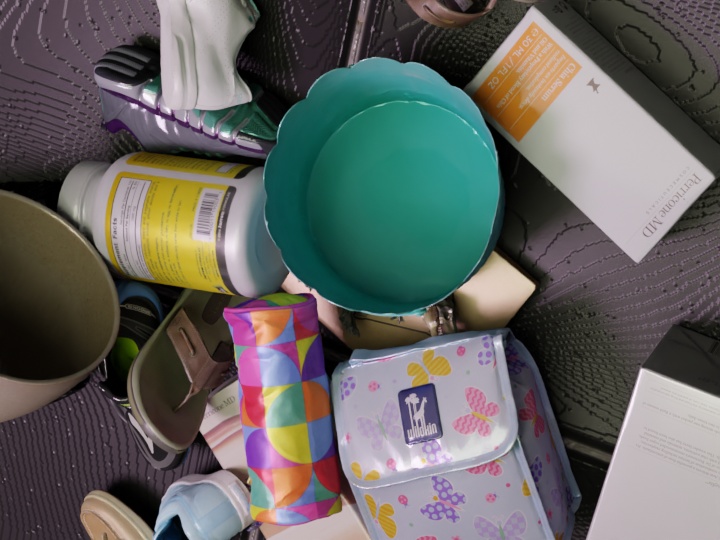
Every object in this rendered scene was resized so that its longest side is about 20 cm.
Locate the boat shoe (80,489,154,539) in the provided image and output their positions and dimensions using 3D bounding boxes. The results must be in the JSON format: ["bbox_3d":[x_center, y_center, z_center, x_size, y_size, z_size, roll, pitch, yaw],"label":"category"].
[{"bbox_3d":[-0.211,0.302,1.879,0.201,0.062,0.073,55,149,-1],"label":"boat shoe"}]

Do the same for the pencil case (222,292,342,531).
[{"bbox_3d":[-0.067,0.120,1.672,0.087,0.088,0.202,-1,98,23],"label":"pencil case"}]

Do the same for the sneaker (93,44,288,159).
[{"bbox_3d":[-0.144,-0.129,1.747,0.199,0.074,0.088,24,135,19],"label":"sneaker"}]

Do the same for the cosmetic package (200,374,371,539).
[{"bbox_3d":[-0.052,0.176,1.773,0.103,0.087,0.201,-32,91,28],"label":"cosmetic package"}]

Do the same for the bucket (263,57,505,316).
[{"bbox_3d":[0.025,-0.062,1.608,0.205,0.135,0.210,-1,86,9],"label":"bucket"}]

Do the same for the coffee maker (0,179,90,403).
[{"bbox_3d":[-0.354,0.026,1.853,0.191,0.134,0.202,4,107,50],"label":"coffee maker"}]

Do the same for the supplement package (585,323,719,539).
[{"bbox_3d":[0.268,0.169,1.614,0.120,0.120,0.202,21,112,15],"label":"supplement package"}]

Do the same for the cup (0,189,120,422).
[{"bbox_3d":[-0.323,0.052,1.681,0.200,0.200,0.143,44,129,6],"label":"cup"}]

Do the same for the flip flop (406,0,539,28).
[{"bbox_3d":[0.063,-0.227,1.613,0.198,0.081,0.058,2,113,26],"label":"flip flop"}]

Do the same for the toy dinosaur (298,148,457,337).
[{"bbox_3d":[0.000,0.000,1.698,0.088,0.047,0.200,-42,85,11],"label":"toy dinosaur"}]

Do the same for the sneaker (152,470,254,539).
[{"bbox_3d":[-0.164,0.231,1.796,0.074,0.082,0.200,57,154,5],"label":"sneaker"}]

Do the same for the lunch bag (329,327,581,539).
[{"bbox_3d":[0.076,0.153,1.674,0.168,0.127,0.202,-11,111,21],"label":"lunch bag"}]

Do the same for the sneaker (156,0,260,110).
[{"bbox_3d":[-0.128,-0.237,1.701,0.087,0.075,0.203,0,85,-17],"label":"sneaker"}]

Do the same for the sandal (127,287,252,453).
[{"bbox_3d":[-0.142,0.066,1.721,0.080,0.202,0.057,38,143,-22],"label":"sandal"}]

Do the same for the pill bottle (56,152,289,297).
[{"bbox_3d":[-0.161,-0.044,1.728,0.198,0.112,0.114,9,108,26],"label":"pill bottle"}]

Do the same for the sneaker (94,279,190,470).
[{"bbox_3d":[-0.203,0.104,1.776,0.070,0.083,0.201,6,129,21],"label":"sneaker"}]

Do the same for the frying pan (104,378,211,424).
[{"bbox_3d":[-0.200,0.071,1.842,0.114,0.031,0.192,-4,106,24],"label":"frying pan"}]

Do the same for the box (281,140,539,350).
[{"bbox_3d":[0.034,0.006,1.723,0.200,0.021,0.164,41,117,8],"label":"box"}]

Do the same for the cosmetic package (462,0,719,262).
[{"bbox_3d":[0.190,-0.116,1.593,0.200,0.071,0.102,43,116,6],"label":"cosmetic package"}]
